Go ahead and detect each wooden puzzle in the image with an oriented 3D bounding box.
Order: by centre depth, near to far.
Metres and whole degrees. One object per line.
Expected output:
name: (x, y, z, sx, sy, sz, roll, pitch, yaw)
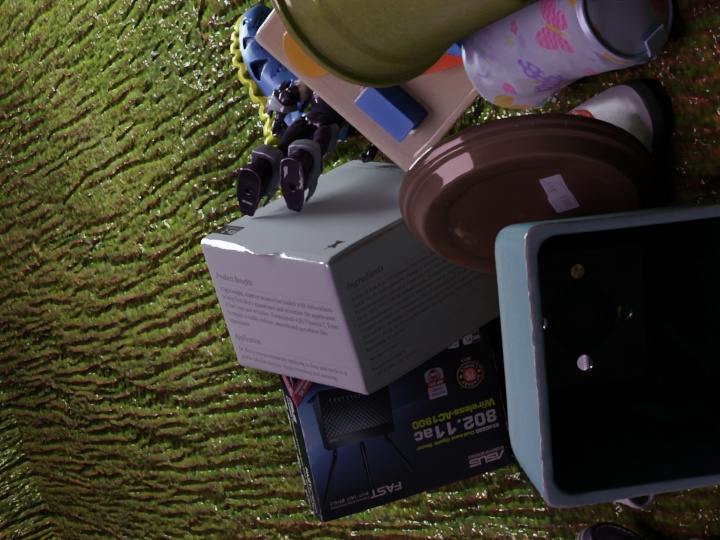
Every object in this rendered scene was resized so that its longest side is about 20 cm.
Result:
wooden puzzle: (0.015, -0.190, 1.664, 0.185, 0.046, 0.200, 41, 135, -1)

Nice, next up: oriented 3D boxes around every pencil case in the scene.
pencil case: (0.154, -0.179, 1.486, 0.091, 0.083, 0.200, 64, 156, -3)

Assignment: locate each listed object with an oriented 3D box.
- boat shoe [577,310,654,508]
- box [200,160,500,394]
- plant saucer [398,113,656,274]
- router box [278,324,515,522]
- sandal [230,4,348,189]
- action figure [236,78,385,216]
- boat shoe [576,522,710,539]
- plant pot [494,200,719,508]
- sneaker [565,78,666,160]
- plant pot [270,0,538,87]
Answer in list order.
boat shoe: (0.211, 0.106, 1.610, 0.065, 0.073, 0.201, 27, 142, 50)
box: (0.000, 0.000, 1.758, 0.198, 0.200, 0.131, 9, 122, 51)
plant saucer: (0.129, -0.052, 1.501, 0.200, 0.199, 0.030, 111, 159, -55)
router box: (0.033, 0.131, 1.820, 0.062, 0.199, 0.151, -137, 32, -70)
sandal: (-0.066, -0.181, 1.966, 0.087, 0.079, 0.201, -31, 73, 33)
action figure: (-0.041, -0.129, 1.813, 0.130, 0.200, 0.070, 11, 130, 25)
boat shoe: (0.259, 0.245, 1.614, 0.200, 0.074, 0.093, 36, 133, 39)
plant pot: (0.191, 0.045, 1.436, 0.200, 0.195, 0.197, -153, 57, -76)
sneaker: (0.151, -0.084, 1.530, 0.068, 0.108, 0.201, 68, 155, 5)
plant pot: (0.057, -0.247, 1.442, 0.184, 0.200, 0.201, -5, 104, 54)
